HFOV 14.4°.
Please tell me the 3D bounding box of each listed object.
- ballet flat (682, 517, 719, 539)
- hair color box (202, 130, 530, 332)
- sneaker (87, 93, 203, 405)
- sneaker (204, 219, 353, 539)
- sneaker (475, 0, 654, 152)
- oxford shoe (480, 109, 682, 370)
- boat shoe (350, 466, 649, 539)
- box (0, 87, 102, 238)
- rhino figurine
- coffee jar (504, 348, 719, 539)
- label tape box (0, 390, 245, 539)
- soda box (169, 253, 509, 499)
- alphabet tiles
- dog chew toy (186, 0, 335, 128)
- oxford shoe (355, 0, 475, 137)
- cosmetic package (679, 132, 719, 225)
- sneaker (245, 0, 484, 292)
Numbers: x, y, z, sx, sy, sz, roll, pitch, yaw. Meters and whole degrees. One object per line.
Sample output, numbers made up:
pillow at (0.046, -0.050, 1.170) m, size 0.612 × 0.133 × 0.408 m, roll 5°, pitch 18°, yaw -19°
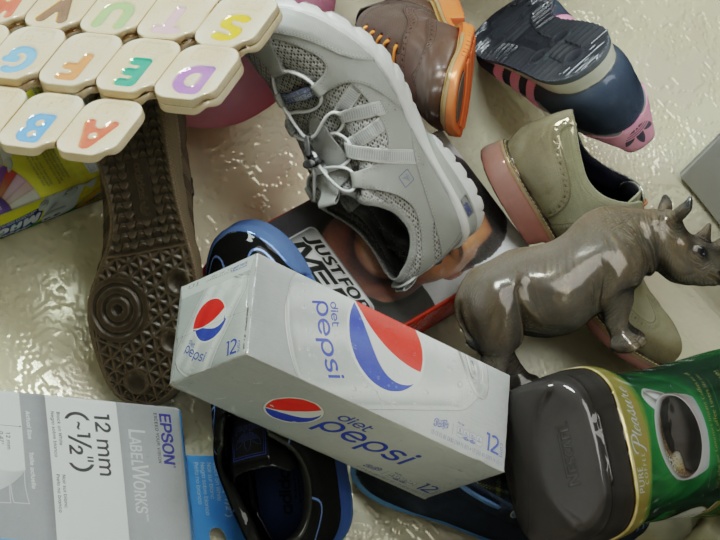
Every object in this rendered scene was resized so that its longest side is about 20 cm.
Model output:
ballet flat at (0.247, 0.109, 1.820) m, size 0.069 × 0.069 × 0.200 m, roll 29°, pitch 53°, yaw -10°
hair color box at (0.000, 0.000, 1.750) m, size 0.200 × 0.061 × 0.102 m, roll -30°, pitch 79°, yaw -39°
sneaker at (-0.118, -0.023, 1.669) m, size 0.070 × 0.076 × 0.201 m, roll 1°, pitch 98°, yaw 13°
sneaker at (-0.053, 0.070, 1.628) m, size 0.078 × 0.070 × 0.201 m, roll -13°, pitch 88°, yaw -69°
sneaker at (0.131, -0.125, 1.854) m, size 0.070 × 0.200 × 0.082 m, roll -38°, pitch 112°, yaw 1°
oxford shoe at (0.157, -0.015, 1.798) m, size 0.200 × 0.074 × 0.071 m, roll 51°, pitch 17°, yaw -28°
boat shoe at (0.094, 0.129, 1.716) m, size 0.199 × 0.069 × 0.084 m, roll 8°, pitch 58°, yaw -24°
box at (-0.235, -0.073, 1.679) m, size 0.200 × 0.048 × 0.118 m, roll -23°, pitch 74°, yaw -39°
rhino figurine at (0.147, 0.008, 1.739) m, size 0.199 × 0.060 × 0.088 m, roll -25°, pitch 94°, yaw -13°
coffee jar at (0.173, 0.103, 1.685) m, size 0.199 × 0.085 × 0.105 m, roll -5°, pitch 79°, yaw -40°
label tape box at (-0.137, 0.148, 1.584) m, size 0.199 × 0.066 × 0.144 m, roll 6°, pitch 59°, yaw -24°
soda box at (-0.008, 0.061, 1.587) m, size 0.200 × 0.068 × 0.064 m, roll 26°, pitch 56°, yaw -35°
alphabet tiles at (-0.148, -0.133, 1.640) m, size 0.199 × 0.015 × 0.196 m, roll 8°, pitch 45°, yaw 29°
dog chew toy at (-0.072, -0.174, 1.786) m, size 0.124 × 0.125 × 0.200 m, roll 42°, pitch 43°, yaw 1°
oxford shoe at (0.032, -0.130, 1.803) m, size 0.073 × 0.072 × 0.200 m, roll 6°, pitch 15°, yaw -6°
cosmetic package at (0.325, -0.026, 1.928) m, size 0.107 × 0.085 × 0.200 m, roll -32°, pitch 80°, yaw -36°
sneaker at (-0.006, -0.075, 1.682) m, size 0.200 × 0.075 × 0.082 m, roll 48°, pitch 56°, yaw -17°
